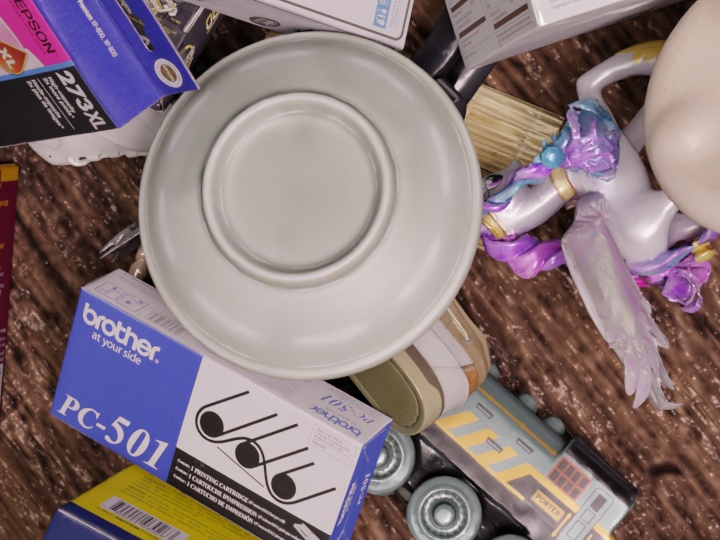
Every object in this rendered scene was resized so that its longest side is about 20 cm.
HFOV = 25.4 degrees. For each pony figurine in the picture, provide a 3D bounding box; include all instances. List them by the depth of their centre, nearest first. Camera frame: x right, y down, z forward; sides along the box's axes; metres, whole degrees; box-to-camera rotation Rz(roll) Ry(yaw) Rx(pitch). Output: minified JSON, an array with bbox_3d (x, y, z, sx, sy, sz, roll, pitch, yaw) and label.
[{"bbox_3d":[0.155,-0.027,0.918,0.199,0.167,0.194,-34,73,4],"label":"pony figurine"}]

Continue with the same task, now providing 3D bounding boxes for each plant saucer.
[{"bbox_3d":[-0.032,-0.042,0.886,0.198,0.050,0.202,-1,80,7],"label":"plant saucer"}]

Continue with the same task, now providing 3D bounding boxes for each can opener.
[{"bbox_3d":[0.060,-0.128,0.954,0.078,0.063,0.201,33,87,34],"label":"can opener"}]

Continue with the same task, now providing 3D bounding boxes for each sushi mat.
[{"bbox_3d":[0.021,-0.087,0.998,0.199,0.012,0.096,23,100,9],"label":"sushi mat"}]

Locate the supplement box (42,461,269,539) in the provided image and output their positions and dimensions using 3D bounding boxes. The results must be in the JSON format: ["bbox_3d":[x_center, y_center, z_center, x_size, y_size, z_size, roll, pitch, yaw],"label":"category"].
[{"bbox_3d":[-0.117,0.189,0.962,0.109,0.200,0.110,26,101,9],"label":"supplement box"}]

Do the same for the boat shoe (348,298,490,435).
[{"bbox_3d":[0.000,0.000,0.949,0.201,0.068,0.075,56,147,9],"label":"boat shoe"}]

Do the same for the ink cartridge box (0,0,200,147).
[{"bbox_3d":[-0.185,-0.122,0.915,0.199,0.037,0.095,-5,127,44],"label":"ink cartridge box"}]

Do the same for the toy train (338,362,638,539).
[{"bbox_3d":[0.073,0.123,0.976,0.200,0.085,0.114,41,85,9],"label":"toy train"}]

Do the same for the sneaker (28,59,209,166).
[{"bbox_3d":[-0.163,-0.104,1.018,0.199,0.074,0.088,21,114,15],"label":"sneaker"}]

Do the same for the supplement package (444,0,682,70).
[{"bbox_3d":[0.147,-0.198,0.854,0.198,0.156,0.112,-18,92,-10],"label":"supplement package"}]

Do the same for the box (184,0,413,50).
[{"bbox_3d":[-0.060,-0.205,0.913,0.199,0.060,0.118,16,85,-28],"label":"box"}]

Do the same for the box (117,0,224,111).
[{"bbox_3d":[-0.166,-0.211,0.973,0.199,0.049,0.162,26,68,7],"label":"box"}]

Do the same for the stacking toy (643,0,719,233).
[{"bbox_3d":[0.253,-0.062,0.826,0.145,0.199,0.147,-18,62,37],"label":"stacking toy"}]

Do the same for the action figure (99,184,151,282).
[{"bbox_3d":[-0.090,0.022,1.008,0.129,0.069,0.201,-26,87,19],"label":"action figure"}]

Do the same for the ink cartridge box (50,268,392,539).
[{"bbox_3d":[-0.087,0.087,0.953,0.199,0.044,0.095,27,117,18],"label":"ink cartridge box"}]

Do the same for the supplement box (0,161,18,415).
[{"bbox_3d":[-0.295,0.025,1.043,0.109,0.086,0.202,7,97,11],"label":"supplement box"}]
